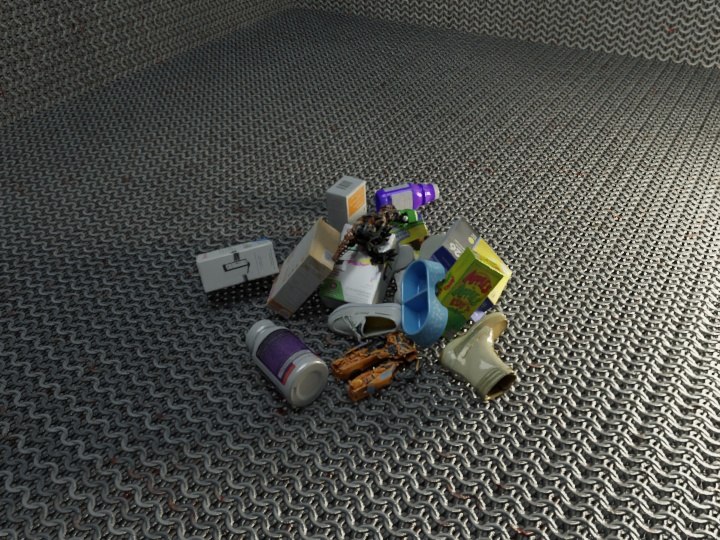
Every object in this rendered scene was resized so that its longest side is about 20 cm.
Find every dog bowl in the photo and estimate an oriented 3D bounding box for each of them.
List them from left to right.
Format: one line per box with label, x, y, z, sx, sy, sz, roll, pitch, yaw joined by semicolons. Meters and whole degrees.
dog bowl;0.137;0.065;1.368;0.049;0.111;0.206;23;53;-32

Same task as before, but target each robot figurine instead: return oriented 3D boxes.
robot figurine;0.042;0.202;1.346;0.196;0.060;0.145;-24;43;-23

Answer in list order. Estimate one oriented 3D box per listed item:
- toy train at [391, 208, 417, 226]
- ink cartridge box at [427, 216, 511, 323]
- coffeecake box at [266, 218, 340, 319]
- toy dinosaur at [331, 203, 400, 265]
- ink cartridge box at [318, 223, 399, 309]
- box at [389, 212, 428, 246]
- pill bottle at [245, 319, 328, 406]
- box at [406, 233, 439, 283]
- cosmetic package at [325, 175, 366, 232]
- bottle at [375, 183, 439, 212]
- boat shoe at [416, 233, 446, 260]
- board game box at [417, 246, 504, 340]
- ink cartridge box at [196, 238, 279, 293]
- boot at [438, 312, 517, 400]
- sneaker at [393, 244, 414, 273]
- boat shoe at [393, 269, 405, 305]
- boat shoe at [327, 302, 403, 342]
toy train;0.107;-0.149;1.663;0.055;0.043;0.200;-14;10;-9
ink cartridge box;0.271;-0.006;1.516;0.198;0.047;0.201;48;43;-6
coffeecake box;-0.140;-0.003;1.517;0.072;0.200;0.156;33;34;-17
toy dinosaur;0.021;-0.080;1.468;0.201;0.102;0.135;-49;48;-1
ink cartridge box;0.000;0.000;1.524;0.141;0.084;0.205;12;69;20
box;0.083;-0.090;1.660;0.195;0.049;0.118;-25;11;7
pill bottle;-0.167;0.193;1.334;0.110;0.114;0.198;-28;44;-29
box;0.176;-0.020;1.631;0.073;0.051;0.202;-9;38;-6
cosmetic package;-0.035;-0.141;1.681;0.070;0.205;0.101;18;41;27
bottle;0.142;-0.221;1.867;0.194;0.086;0.066;-15;37;-12
boat shoe;0.181;-0.020;1.536;0.073;0.063;0.202;6;37;20
board game box;0.223;0.056;1.388;0.100;0.202;0.048;25;23;-30
ink cartridge box;-0.322;-0.017;1.602;0.194;0.087;0.146;-16;12;-12
boot;0.288;0.185;1.335;0.197;0.074;0.155;-28;43;-26
sneaker;0.053;-0.005;1.619;0.195;0.077;0.088;-22;-1;3
boat shoe;0.114;0.075;1.509;0.063;0.075;0.202;-16;33;12
boat shoe;0.004;0.127;1.408;0.196;0.077;0.086;-4;24;24
